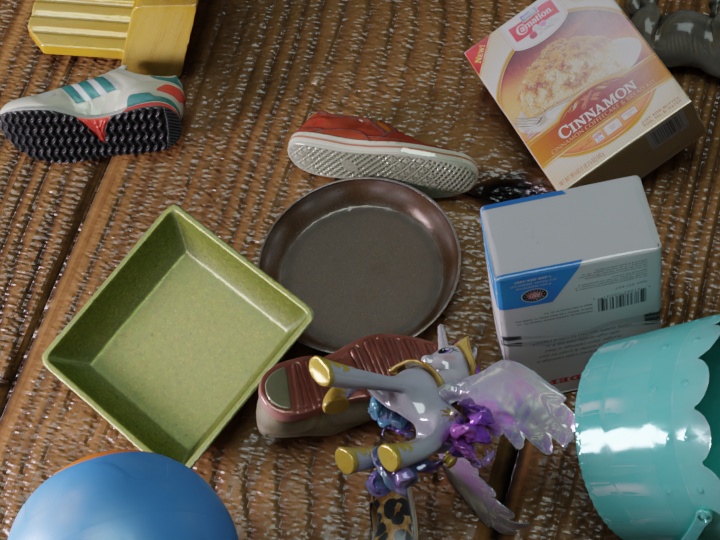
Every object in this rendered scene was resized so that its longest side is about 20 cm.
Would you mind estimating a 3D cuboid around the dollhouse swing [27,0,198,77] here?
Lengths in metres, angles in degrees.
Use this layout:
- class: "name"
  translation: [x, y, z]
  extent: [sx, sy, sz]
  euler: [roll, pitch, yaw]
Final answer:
- class: "dollhouse swing"
  translation: [-0.253, -0.334, 1.821]
  extent: [0.174, 0.182, 0.201]
  euler: [13, 60, -7]

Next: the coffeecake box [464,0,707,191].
- class: "coffeecake box"
  translation: [0.220, -0.176, 1.679]
  extent: [0.153, 0.073, 0.201]
  euler: [-35, 58, 8]

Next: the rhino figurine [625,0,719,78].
- class: "rhino figurine"
  translation: [0.361, -0.240, 1.726]
  extent: [0.198, 0.060, 0.088]
  euler: [12, 80, 14]

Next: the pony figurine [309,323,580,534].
- class: "pony figurine"
  translation: [0.071, 0.130, 1.459]
  extent: [0.199, 0.167, 0.193]
  euler: [-12, 52, -43]

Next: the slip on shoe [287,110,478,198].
- class: "slip on shoe"
  translation: [0.026, -0.121, 1.700]
  extent: [0.198, 0.074, 0.062]
  euler: [12, 58, 21]

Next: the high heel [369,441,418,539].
- class: "high heel"
  translation: [-0.020, 0.248, 1.474]
  extent: [0.141, 0.072, 0.202]
  euler: [-3, 67, -1]

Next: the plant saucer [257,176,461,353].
- class: "plant saucer"
  translation: [0.000, 0.000, 1.650]
  extent: [0.198, 0.032, 0.202]
  euler: [-4, 58, 7]

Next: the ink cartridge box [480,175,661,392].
- class: "ink cartridge box"
  translation: [0.189, 0.020, 1.511]
  extent: [0.145, 0.201, 0.085]
  euler: [-11, 55, 1]

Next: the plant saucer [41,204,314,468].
- class: "plant saucer"
  translation: [-0.167, 0.071, 1.606]
  extent: [0.200, 0.048, 0.200]
  euler: [36, 81, 26]

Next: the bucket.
- class: "bucket"
  translation: [0.282, 0.136, 1.416]
  extent: [0.134, 0.207, 0.209]
  euler: [-13, 50, 40]

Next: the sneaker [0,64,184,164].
- class: "sneaker"
  translation: [-0.277, -0.169, 1.784]
  extent: [0.198, 0.071, 0.094]
  euler: [-3, 40, 9]

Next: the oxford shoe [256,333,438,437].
- class: "oxford shoe"
  translation: [-0.005, 0.110, 1.565]
  extent: [0.198, 0.074, 0.071]
  euler: [-6, 57, -19]

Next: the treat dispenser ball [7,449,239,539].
- class: "treat dispenser ball"
  translation: [-0.198, 0.252, 1.424]
  extent: [0.199, 0.201, 0.202]
  euler: [-4, 58, 6]
